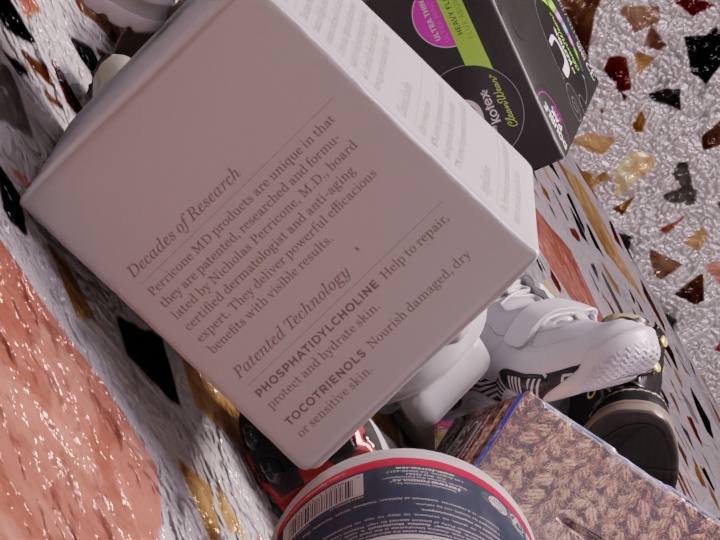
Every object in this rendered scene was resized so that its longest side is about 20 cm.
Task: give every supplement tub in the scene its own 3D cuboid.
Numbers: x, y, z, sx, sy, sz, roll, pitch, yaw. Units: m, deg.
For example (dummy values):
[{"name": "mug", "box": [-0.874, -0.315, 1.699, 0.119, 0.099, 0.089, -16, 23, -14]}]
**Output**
[{"name": "supplement tub", "box": [0.022, 0.185, 1.364, 0.140, 0.140, 0.200, 59, 11, -20]}]

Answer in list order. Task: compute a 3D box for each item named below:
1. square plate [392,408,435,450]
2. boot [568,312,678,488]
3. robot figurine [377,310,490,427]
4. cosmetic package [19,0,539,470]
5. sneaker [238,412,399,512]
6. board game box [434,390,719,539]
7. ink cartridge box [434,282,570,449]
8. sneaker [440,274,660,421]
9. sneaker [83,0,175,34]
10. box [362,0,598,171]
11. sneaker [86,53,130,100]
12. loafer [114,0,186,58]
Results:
[{"name": "square plate", "box": [0.014, 0.034, 2.021, 0.200, 0.028, 0.198, 57, 12, -29]}, {"name": "boot", "box": [0.167, 0.093, 1.826, 0.200, 0.073, 0.151, 86, 8, -55]}, {"name": "robot figurine", "box": [0.000, 0.000, 1.674, 0.170, 0.113, 0.200, 10, -41, 51]}, {"name": "cosmetic package", "box": [-0.036, -0.043, 1.444, 0.200, 0.166, 0.167, 44, 14, -9]}, {"name": "sneaker", "box": [0.004, 0.147, 1.566, 0.200, 0.071, 0.098, 63, 12, 8]}, {"name": "board game box", "box": [0.115, 0.161, 1.659, 0.159, 0.097, 0.200, 34, -12, -3]}, {"name": "ink cartridge box", "box": [0.110, 0.127, 1.933, 0.145, 0.085, 0.200, 41, 46, -62]}, {"name": "sneaker", "box": [0.096, 0.026, 1.742, 0.075, 0.200, 0.115, -13, 88, -38]}, {"name": "sneaker", "box": [-0.165, -0.209, 1.462, 0.200, 0.082, 0.075, 35, 11, 0]}, {"name": "box", "box": [0.058, -0.135, 1.786, 0.149, 0.124, 0.200, 63, 18, -11]}, {"name": "sneaker", "box": [-0.075, -0.042, 1.586, 0.200, 0.093, 0.070, 63, 10, -1]}, {"name": "loafer", "box": [-0.116, -0.139, 1.726, 0.071, 0.073, 0.200, 54, 4, 5]}]
